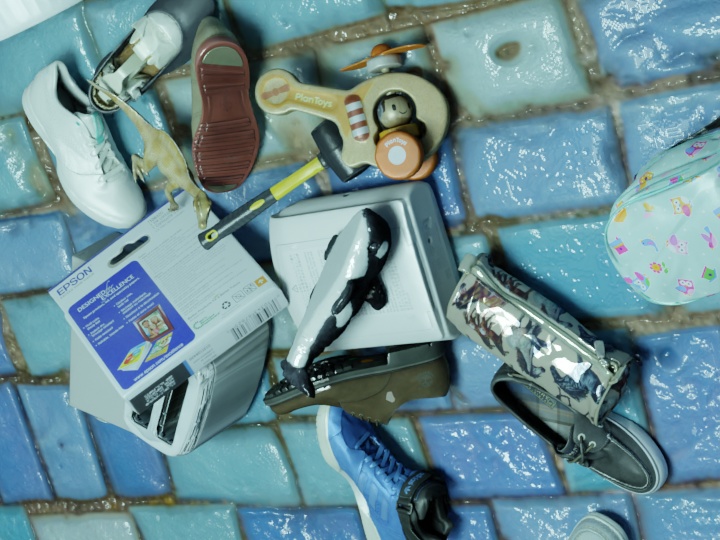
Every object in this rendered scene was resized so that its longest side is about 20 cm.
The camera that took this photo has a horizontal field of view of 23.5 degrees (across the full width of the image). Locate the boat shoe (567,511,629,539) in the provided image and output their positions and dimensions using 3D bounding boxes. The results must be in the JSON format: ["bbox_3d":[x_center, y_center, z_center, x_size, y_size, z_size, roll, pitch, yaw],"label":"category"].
[{"bbox_3d":[0.224,0.340,1.797,0.074,0.065,0.203,30,125,18],"label":"boat shoe"}]

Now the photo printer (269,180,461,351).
[{"bbox_3d":[0.000,0.000,1.784,0.199,0.069,0.167,-8,106,36],"label":"photo printer"}]

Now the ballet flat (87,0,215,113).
[{"bbox_3d":[-0.226,-0.227,1.828,0.200,0.073,0.073,-36,89,39],"label":"ballet flat"}]

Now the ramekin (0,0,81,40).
[{"bbox_3d":[-0.347,-0.311,1.793,0.200,0.200,0.098,-14,111,37],"label":"ramekin"}]

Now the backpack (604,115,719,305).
[{"bbox_3d":[0.312,-0.055,1.516,0.200,0.127,0.167,-21,102,41],"label":"backpack"}]

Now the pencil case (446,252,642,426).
[{"bbox_3d":[0.174,0.063,1.691,0.200,0.078,0.090,35,144,15],"label":"pencil case"}]

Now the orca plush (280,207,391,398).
[{"bbox_3d":[-0.007,0.036,1.713,0.071,0.105,0.201,18,100,-18],"label":"orca plush"}]

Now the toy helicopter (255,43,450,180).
[{"bbox_3d":[-0.008,-0.169,1.702,0.199,0.079,0.133,14,96,15],"label":"toy helicopter"}]

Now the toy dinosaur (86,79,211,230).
[{"bbox_3d":[-0.211,-0.125,1.847,0.200,0.058,0.101,51,159,8],"label":"toy dinosaur"}]

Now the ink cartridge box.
[{"bbox_3d":[-0.207,0.029,1.845,0.200,0.197,0.047,47,171,43],"label":"ink cartridge box"}]

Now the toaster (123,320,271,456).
[{"bbox_3d":[-0.186,0.117,1.924,0.113,0.129,0.201,32,126,18],"label":"toaster"}]

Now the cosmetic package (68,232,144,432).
[{"bbox_3d":[-0.270,0.073,1.988,0.107,0.085,0.201,22,122,25],"label":"cosmetic package"}]

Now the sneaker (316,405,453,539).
[{"bbox_3d":[0.034,0.216,1.855,0.111,0.077,0.201,-7,112,42],"label":"sneaker"}]

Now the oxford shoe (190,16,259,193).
[{"bbox_3d":[-0.145,-0.173,1.816,0.075,0.070,0.201,-109,20,-47],"label":"oxford shoe"}]

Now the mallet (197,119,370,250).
[{"bbox_3d":[-0.087,-0.091,1.773,0.199,0.041,0.066,-26,89,12],"label":"mallet"}]

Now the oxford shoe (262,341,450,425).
[{"bbox_3d":[-0.003,0.129,1.802,0.199,0.073,0.085,-12,103,11],"label":"oxford shoe"}]

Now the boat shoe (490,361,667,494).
[{"bbox_3d":[0.212,0.159,1.719,0.200,0.066,0.070,42,128,10],"label":"boat shoe"}]

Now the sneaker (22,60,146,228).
[{"bbox_3d":[-0.298,-0.139,1.906,0.200,0.075,0.088,54,142,2],"label":"sneaker"}]
